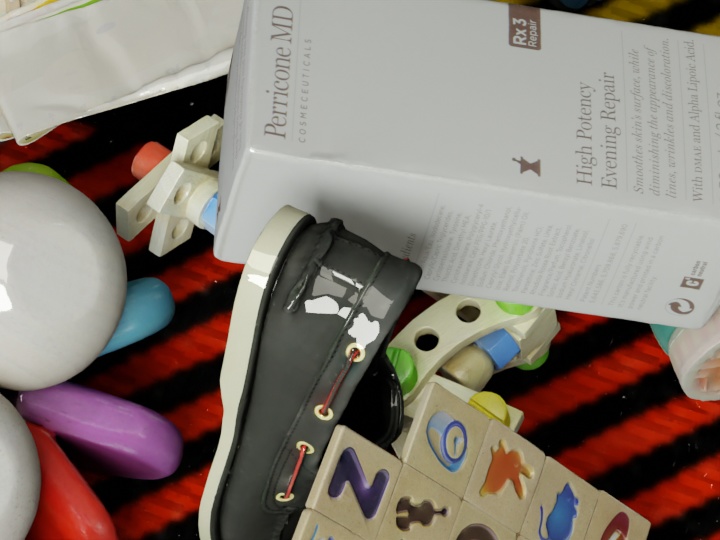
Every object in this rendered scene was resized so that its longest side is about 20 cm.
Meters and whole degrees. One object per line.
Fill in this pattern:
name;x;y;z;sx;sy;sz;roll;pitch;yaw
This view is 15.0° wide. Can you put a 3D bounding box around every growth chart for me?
growth chart;-0.100;-0.100;1.169;0.199;0.018;0.145;-15;35;0

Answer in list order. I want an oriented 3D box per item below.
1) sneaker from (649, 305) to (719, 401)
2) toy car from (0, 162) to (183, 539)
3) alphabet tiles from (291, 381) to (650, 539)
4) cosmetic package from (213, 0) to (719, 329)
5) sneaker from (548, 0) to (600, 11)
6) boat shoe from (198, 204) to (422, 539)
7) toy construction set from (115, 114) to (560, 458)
sneaker;0.196;-0.033;1.099;0.200;0.071;0.080;-35;57;16
toy car;-0.143;0.061;1.083;0.150;0.175;0.201;30;71;-23
alphabet tiles;0.042;0.144;1.021;0.006;0.200;0.167;0;63;48
cosmetic package;0.047;-0.048;1.066;0.199;0.074;0.102;8;51;-9
sneaker;0.133;-0.206;1.195;0.200;0.073;0.082;-40;69;-12
boat shoe;-0.019;0.060;1.039;0.063;0.202;0.074;23;50;9
toy construction set;0.000;0.000;1.122;0.200;0.092;0.131;38;77;6
